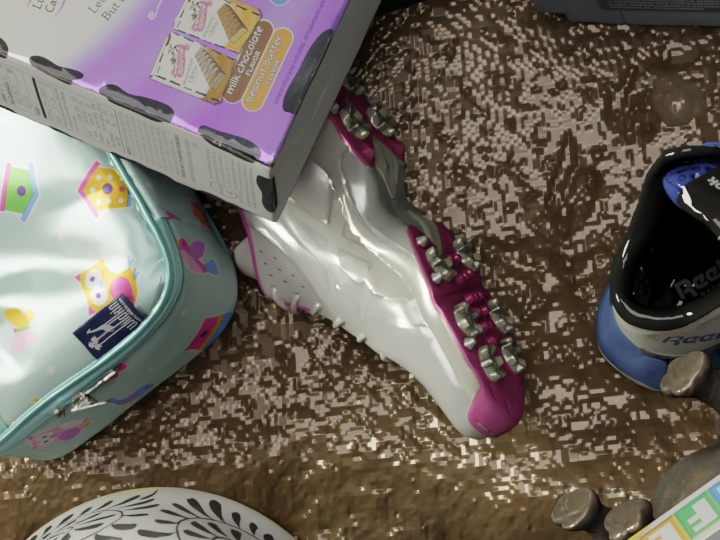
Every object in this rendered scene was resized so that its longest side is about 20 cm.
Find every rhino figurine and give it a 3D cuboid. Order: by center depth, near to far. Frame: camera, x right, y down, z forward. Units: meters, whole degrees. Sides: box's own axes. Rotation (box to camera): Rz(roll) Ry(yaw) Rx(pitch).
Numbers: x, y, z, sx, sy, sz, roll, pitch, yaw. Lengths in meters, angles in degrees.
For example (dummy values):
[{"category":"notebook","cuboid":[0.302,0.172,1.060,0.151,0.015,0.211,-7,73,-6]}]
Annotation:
[{"category":"rhino figurine","cuboid":[0.127,0.123,1.074,0.200,0.087,0.060,-50,30,-1]}]

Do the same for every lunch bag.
[{"category":"lunch bag","cuboid":[-0.159,-0.017,1.154,0.160,0.077,0.201,-36,71,16]}]

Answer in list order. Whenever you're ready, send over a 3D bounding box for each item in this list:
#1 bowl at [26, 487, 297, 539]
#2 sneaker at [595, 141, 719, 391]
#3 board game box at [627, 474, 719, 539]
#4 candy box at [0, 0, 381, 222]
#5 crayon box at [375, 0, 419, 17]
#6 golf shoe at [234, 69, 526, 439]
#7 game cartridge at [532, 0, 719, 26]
[{"category":"bowl","cuboid":[-0.102,0.188,1.099,0.199,0.094,0.202,-2,77,11]},{"category":"sneaker","cuboid":[0.181,-0.028,1.075,0.199,0.115,0.081,-39,74,1]},{"category":"board game box","cuboid":[0.176,0.143,1.041,0.199,0.034,0.135,-36,114,3]},{"category":"candy box","cuboid":[-0.093,-0.140,1.091,0.199,0.072,0.169,23,73,8]},{"category":"crayon box","cuboid":[-0.053,-0.205,1.177,0.171,0.058,0.201,-20,82,4]},{"category":"golf shoe","cuboid":[0.000,0.000,1.139,0.091,0.075,0.201,-37,70,18]},{"category":"game cartridge","cuboid":[0.167,-0.137,1.092,0.198,0.133,0.042,3,76,12]}]
